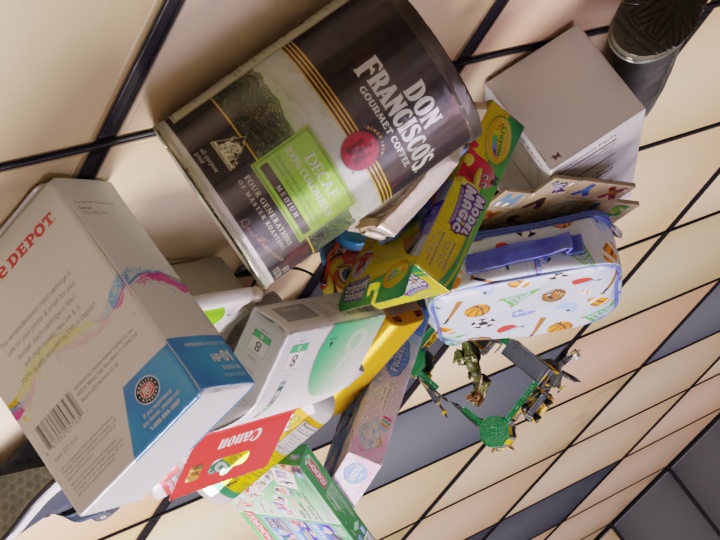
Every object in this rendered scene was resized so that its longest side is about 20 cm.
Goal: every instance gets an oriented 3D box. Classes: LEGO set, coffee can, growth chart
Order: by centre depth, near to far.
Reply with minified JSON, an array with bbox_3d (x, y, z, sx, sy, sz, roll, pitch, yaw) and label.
[{"bbox_3d":[-0.031,-0.103,1.292,0.199,0.147,0.147,-36,161,-4],"label":"coffee can"},{"bbox_3d":[-0.160,0.083,1.466,0.144,0.018,0.201,-19,149,-44],"label":"growth chart"},{"bbox_3d":[0.150,0.118,2.074,0.155,0.199,0.116,-60,160,3],"label":"LEGO set"}]

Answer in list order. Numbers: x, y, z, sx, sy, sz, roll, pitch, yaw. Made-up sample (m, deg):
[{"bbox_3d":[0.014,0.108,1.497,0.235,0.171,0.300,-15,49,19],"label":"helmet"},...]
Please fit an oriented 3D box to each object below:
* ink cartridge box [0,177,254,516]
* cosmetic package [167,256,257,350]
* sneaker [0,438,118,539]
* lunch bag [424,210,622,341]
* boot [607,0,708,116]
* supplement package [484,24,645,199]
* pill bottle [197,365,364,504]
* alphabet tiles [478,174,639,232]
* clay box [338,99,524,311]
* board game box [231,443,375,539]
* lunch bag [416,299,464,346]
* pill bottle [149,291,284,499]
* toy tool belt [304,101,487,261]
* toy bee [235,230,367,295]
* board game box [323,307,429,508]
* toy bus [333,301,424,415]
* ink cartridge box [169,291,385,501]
[{"bbox_3d":[-0.194,0.053,1.285,0.145,0.201,0.084,-44,163,22],"label":"ink cartridge box"},{"bbox_3d":[-0.187,0.050,1.477,0.104,0.073,0.199,-47,159,25],"label":"cosmetic package"},{"bbox_3d":[-0.309,0.225,1.654,0.202,0.077,0.146,-38,158,-1],"label":"sneaker"},{"bbox_3d":[0.157,0.004,1.675,0.198,0.076,0.161,-12,156,3],"label":"lunch bag"},{"bbox_3d":[0.268,-0.204,1.685,0.182,0.073,0.200,-40,170,-32],"label":"boot"},{"bbox_3d":[0.193,-0.123,1.685,0.109,0.114,0.200,-33,161,-8],"label":"supplement package"},{"bbox_3d":[-0.097,0.132,1.759,0.200,0.113,0.113,-39,161,6],"label":"pill bottle"},{"bbox_3d":[0.163,-0.041,1.672,0.165,0.006,0.200,3,154,-34],"label":"alphabet tiles"},{"bbox_3d":[0.059,-0.045,1.521,0.115,0.047,0.201,-16,-135,58],"label":"clay box"},{"bbox_3d":[-0.080,0.245,1.889,0.201,0.133,0.029,60,44,-46],"label":"board game box"},{"bbox_3d":[0.158,-0.014,1.918,0.160,0.077,0.200,-26,159,-41],"label":"lunch bag"},{"bbox_3d":[-0.138,0.113,1.641,0.199,0.114,0.114,-34,160,-9],"label":"pill bottle"},{"bbox_3d":[0.015,-0.075,1.476,0.122,0.125,0.200,3,137,-49],"label":"toy tool belt"},{"bbox_3d":[0.000,0.000,1.639,0.199,0.109,0.131,-35,162,-6],"label":"toy bee"},{"bbox_3d":[0.007,0.164,1.938,0.200,0.043,0.200,118,-8,-56],"label":"board game box"},{"bbox_3d":[-0.001,0.062,1.818,0.065,0.079,0.200,-11,148,-51],"label":"toy bus"},{"bbox_3d":[-0.072,0.117,1.544,0.160,0.050,0.201,-10,128,-58],"label":"ink cartridge box"}]
